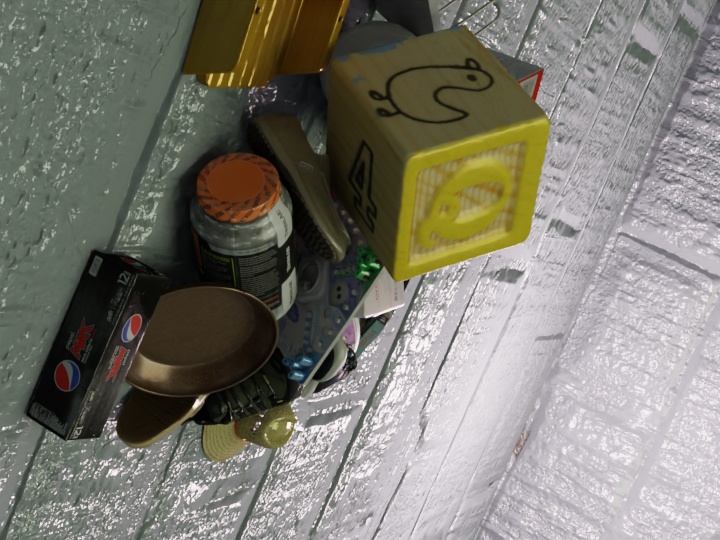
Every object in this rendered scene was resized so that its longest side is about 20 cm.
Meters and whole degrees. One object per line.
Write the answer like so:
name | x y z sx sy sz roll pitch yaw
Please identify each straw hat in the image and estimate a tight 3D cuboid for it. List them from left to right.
straw hat | -0.138 0.215 1.853 0.201 0.085 0.202 -48 153 -34

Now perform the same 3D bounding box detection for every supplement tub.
supplement tub | -0.138 -0.036 1.523 0.123 0.122 0.201 -49 155 -32
supplement tub | 0.032 -0.220 1.682 0.141 0.140 0.200 -58 157 -14

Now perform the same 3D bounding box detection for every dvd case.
dvd case | 0.028 0.064 2.016 0.146 0.022 0.200 -50 -172 41

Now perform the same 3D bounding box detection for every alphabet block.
alphabet block | 0.083 -0.139 1.503 0.194 0.200 0.197 -19 138 -19

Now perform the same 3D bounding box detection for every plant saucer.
plant saucer | -0.197 0.075 1.507 0.199 0.037 0.201 -9 139 -8

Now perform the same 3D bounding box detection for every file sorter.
file sorter | 0.093 -0.382 1.594 0.124 0.139 0.200 -36 152 -10

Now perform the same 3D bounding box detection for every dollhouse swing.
dollhouse swing | -0.051 -0.260 1.400 0.200 0.175 0.183 -16 129 -63

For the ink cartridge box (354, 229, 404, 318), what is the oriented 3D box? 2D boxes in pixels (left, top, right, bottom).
ink cartridge box | 0.000 0.000 1.679 0.200 0.067 0.116 -12 98 -74

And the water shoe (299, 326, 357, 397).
water shoe | -0.041 0.109 1.669 0.078 0.072 0.200 -18 169 -22

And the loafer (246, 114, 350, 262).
loafer | -0.061 -0.105 1.528 0.068 0.201 0.076 -30 180 -23

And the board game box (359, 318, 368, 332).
board game box | -0.019 0.018 1.889 0.200 0.056 0.197 -61 163 -45

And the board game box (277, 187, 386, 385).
board game box | -0.065 0.007 1.607 0.026 0.200 0.201 17 116 -38

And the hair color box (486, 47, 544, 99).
hair color box | 0.141 -0.277 1.784 0.111 0.199 0.064 -31 141 -53

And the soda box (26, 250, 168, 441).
soda box | -0.287 0.082 1.394 0.201 0.063 0.071 -65 159 5

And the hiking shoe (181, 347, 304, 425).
hiking shoe | -0.152 0.166 1.677 0.200 0.076 0.100 -33 178 42

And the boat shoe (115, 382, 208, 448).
boat shoe | -0.230 0.162 1.603 0.200 0.071 0.065 -44 159 -39

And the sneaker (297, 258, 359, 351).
sneaker | -0.056 0.059 1.718 0.114 0.072 0.202 -69 149 -59

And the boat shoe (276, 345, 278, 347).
boat shoe | -0.110 0.080 1.776 0.200 0.073 0.061 33 64 -80
